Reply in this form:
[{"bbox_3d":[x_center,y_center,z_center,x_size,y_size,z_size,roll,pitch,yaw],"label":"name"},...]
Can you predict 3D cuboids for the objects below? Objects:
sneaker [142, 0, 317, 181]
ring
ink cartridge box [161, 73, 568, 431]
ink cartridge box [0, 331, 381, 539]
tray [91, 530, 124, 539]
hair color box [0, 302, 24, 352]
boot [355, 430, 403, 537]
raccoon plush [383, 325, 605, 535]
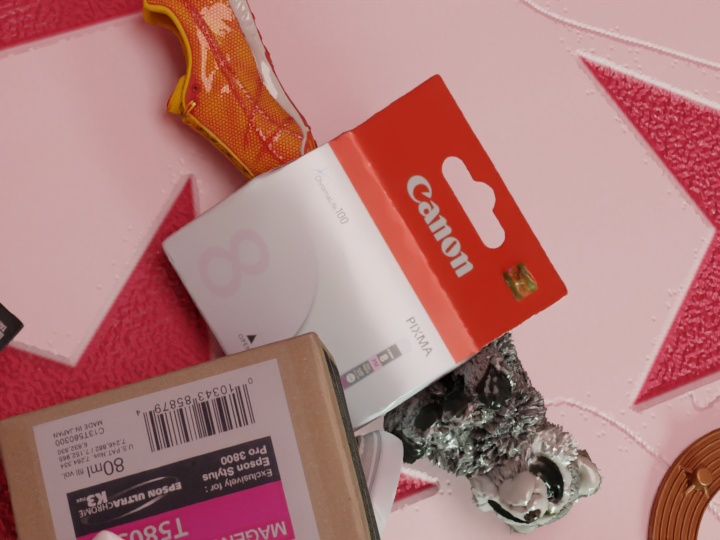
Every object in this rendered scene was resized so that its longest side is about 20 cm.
[{"bbox_3d":[-0.077,-0.095,1.735,0.077,0.073,0.201,-27,80,-9],"label":"sneaker"},{"bbox_3d":[0.282,0.197,1.825,0.199,0.019,0.202,9,68,-24],"label":"ring"},{"bbox_3d":[0.000,0.000,1.663,0.163,0.200,0.057,59,24,4],"label":"ink cartridge box"},{"bbox_3d":[-0.094,0.144,1.565,0.199,0.075,0.166,-17,71,3],"label":"ink cartridge box"},{"bbox_3d":[-0.154,0.249,1.509,0.107,0.022,0.200,33,105,-12],"label":"tray"},{"bbox_3d":[-0.296,0.071,1.558,0.099,0.061,0.200,44,59,-6],"label":"hair color box"},{"bbox_3d":[-0.051,0.167,1.635,0.095,0.074,0.201,31,65,-12],"label":"boot"},{"bbox_3d":[0.093,0.071,1.742,0.134,0.096,0.201,37,46,-36],"label":"raccoon plush"}]
